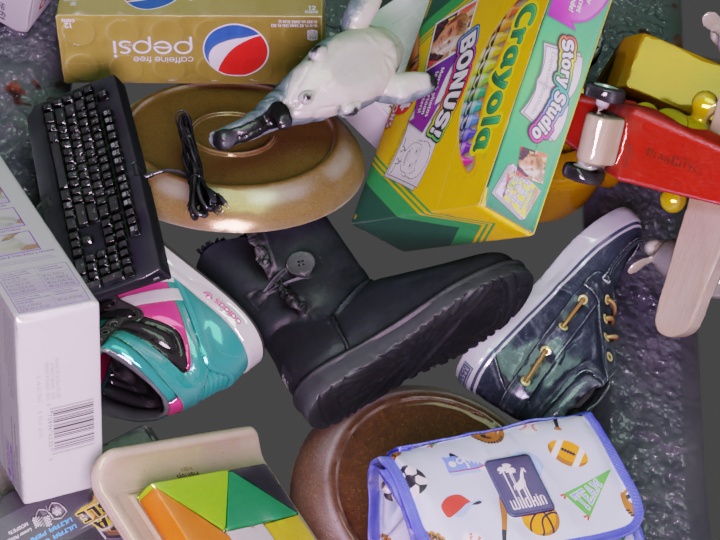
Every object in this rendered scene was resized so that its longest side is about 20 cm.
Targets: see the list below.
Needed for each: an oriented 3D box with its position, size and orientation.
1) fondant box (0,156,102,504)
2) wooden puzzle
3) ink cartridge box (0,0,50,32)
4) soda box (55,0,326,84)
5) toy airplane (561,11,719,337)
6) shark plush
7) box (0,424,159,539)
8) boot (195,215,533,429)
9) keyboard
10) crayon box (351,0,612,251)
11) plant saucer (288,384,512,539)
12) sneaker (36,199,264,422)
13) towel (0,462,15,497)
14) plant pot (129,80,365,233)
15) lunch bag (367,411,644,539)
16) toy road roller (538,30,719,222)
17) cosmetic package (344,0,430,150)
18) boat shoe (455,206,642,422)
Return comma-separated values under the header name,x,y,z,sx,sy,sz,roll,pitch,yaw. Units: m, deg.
name,x,y,z,sx,sy,sz,roll,pitch,yaw
fondant box,-0.228,0.034,1.522,0.058,0.145,0.200,-13,36,-23
wooden puzzle,-0.069,0.192,1.507,0.185,0.037,0.200,-4,59,-59
ink cartridge box,-0.233,-0.302,1.781,0.084,0.145,0.200,27,54,3
soda box,-0.125,-0.184,1.751,0.199,0.068,0.064,1,44,1
toy airplane,0.258,-0.077,1.675,0.200,0.200,0.141,63,26,6
shark plush,-0.027,-0.121,1.689,0.091,0.083,0.200,51,51,-10
box,-0.171,0.228,1.499,0.199,0.050,0.199,-25,74,-30
boot,0.000,0.000,1.666,0.200,0.077,0.168,-30,61,-10
keyboard,-0.163,-0.066,1.633,0.127,0.021,0.201,-18,49,-1
crayon box,0.088,-0.120,1.702,0.058,0.172,0.201,27,73,-26
plant saucer,0.050,0.161,1.632,0.199,0.035,0.201,7,57,-11
sneaker,-0.179,0.035,1.622,0.200,0.084,0.121,35,55,18
towel,-0.273,0.158,1.548,0.199,0.031,0.150,-17,66,-27
plant pot,-0.095,-0.091,1.706,0.199,0.028,0.200,4,33,-3
lunch bag,0.100,0.202,1.530,0.169,0.124,0.201,-9,85,-24
toy road roller,0.186,-0.101,1.794,0.199,0.123,0.147,20,69,-3
cosmetic package,0.059,-0.181,1.845,0.083,0.051,0.200,44,57,16
boat shoe,0.164,0.042,1.720,0.091,0.071,0.200,39,62,16
